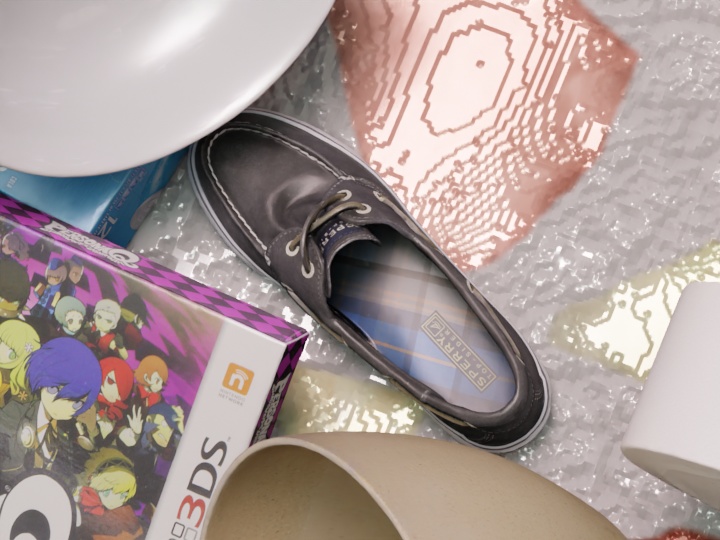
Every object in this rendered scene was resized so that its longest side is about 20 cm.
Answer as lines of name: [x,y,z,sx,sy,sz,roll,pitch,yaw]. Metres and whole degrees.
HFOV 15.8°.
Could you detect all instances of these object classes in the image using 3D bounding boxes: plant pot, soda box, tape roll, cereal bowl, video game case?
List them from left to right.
video game case: [-0.142,0.069,1.093,0.199,0.036,0.182,24,105,11]
cereal bowl: [-0.102,-0.140,1.021,0.200,0.200,0.083,-41,52,-1]
soda box: [-0.086,-0.105,1.132,0.068,0.064,0.200,33,86,11]
plant pot: [0.041,0.152,1.019,0.134,0.200,0.201,-10,75,-31]
tape roll: [0.202,0.075,0.989,0.202,0.202,0.071,21,83,11]

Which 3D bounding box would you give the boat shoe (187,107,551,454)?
boat shoe: [0.000,0.000,1.099,0.070,0.066,0.200,-42,77,-1]
